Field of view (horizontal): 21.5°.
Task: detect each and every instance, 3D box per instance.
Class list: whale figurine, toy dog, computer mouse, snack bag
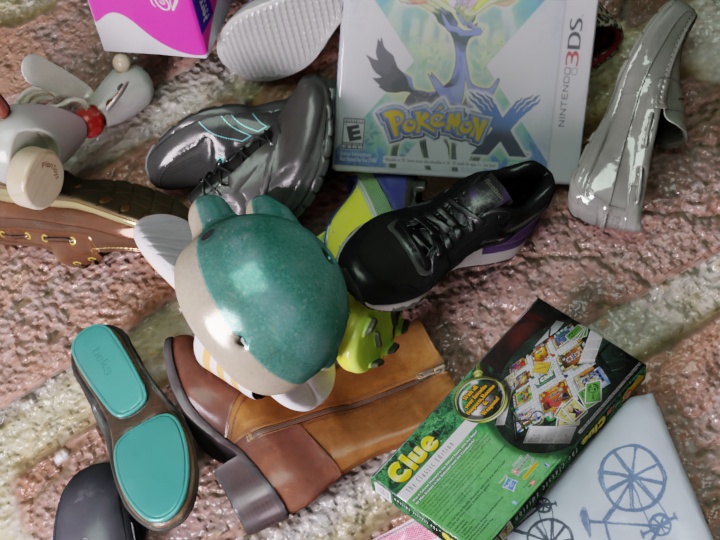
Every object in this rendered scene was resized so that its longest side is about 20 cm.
[{"bbox_3d":[-0.057,0.001,1.368,0.103,0.200,0.159,-33,104,21],"label":"whale figurine"},{"bbox_3d":[-0.254,-0.136,1.557,0.131,0.097,0.200,6,36,13],"label":"toy dog"},{"bbox_3d":[-0.174,0.233,1.433,0.139,0.046,0.202,-6,64,13],"label":"computer mouse"},{"bbox_3d":[0.155,0.201,1.367,0.198,0.021,0.190,-17,63,-5],"label":"snack bag"}]

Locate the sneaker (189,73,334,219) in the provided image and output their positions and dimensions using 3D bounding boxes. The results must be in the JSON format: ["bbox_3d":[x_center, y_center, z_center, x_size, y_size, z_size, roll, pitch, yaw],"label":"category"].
[{"bbox_3d":[-0.083,-0.064,1.484,0.090,0.076,0.201,22,100,-13],"label":"sneaker"}]

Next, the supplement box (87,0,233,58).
[{"bbox_3d":[-0.155,-0.287,1.617,0.103,0.102,0.201,7,52,17],"label":"supplement box"}]

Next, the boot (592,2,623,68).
[{"bbox_3d":[0.117,-0.233,1.511,0.074,0.203,0.154,-50,64,27],"label":"boot"}]

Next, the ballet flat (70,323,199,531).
[{"bbox_3d":[-0.165,0.126,1.467,0.068,0.069,0.201,-27,55,0],"label":"ballet flat"}]

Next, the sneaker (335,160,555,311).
[{"bbox_3d":[0.066,-0.039,1.422,0.199,0.088,0.076,-25,72,-41],"label":"sneaker"}]

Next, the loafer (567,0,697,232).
[{"bbox_3d":[0.228,-0.121,1.494,0.069,0.070,0.201,22,76,11],"label":"loafer"}]

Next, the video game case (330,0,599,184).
[{"bbox_3d":[0.081,-0.162,1.475,0.198,0.022,0.184,3,108,-5],"label":"video game case"}]

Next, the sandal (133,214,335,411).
[{"bbox_3d":[-0.101,0.040,1.442,0.207,0.059,0.079,45,39,21],"label":"sandal"}]

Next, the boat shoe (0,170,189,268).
[{"bbox_3d":[-0.223,-0.037,1.568,0.199,0.072,0.068,12,111,23],"label":"boat shoe"}]

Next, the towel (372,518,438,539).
[{"bbox_3d":[0.044,0.280,1.366,0.146,0.030,0.201,-26,62,1],"label":"towel"}]

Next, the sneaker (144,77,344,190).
[{"bbox_3d":[-0.080,-0.097,1.552,0.198,0.075,0.080,-17,64,6],"label":"sneaker"}]

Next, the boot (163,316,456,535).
[{"bbox_3d":[-0.038,0.084,1.462,0.199,0.069,0.189,-29,49,-7],"label":"boot"}]

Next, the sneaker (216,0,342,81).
[{"bbox_3d":[-0.036,-0.240,1.589,0.200,0.073,0.115,-32,26,39],"label":"sneaker"}]

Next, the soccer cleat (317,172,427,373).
[{"bbox_3d":[0.000,0.000,1.475,0.083,0.065,0.201,4,48,15],"label":"soccer cleat"}]

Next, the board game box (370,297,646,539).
[{"bbox_3d":[0.110,0.115,1.392,0.104,0.024,0.200,34,65,25],"label":"board game box"}]
